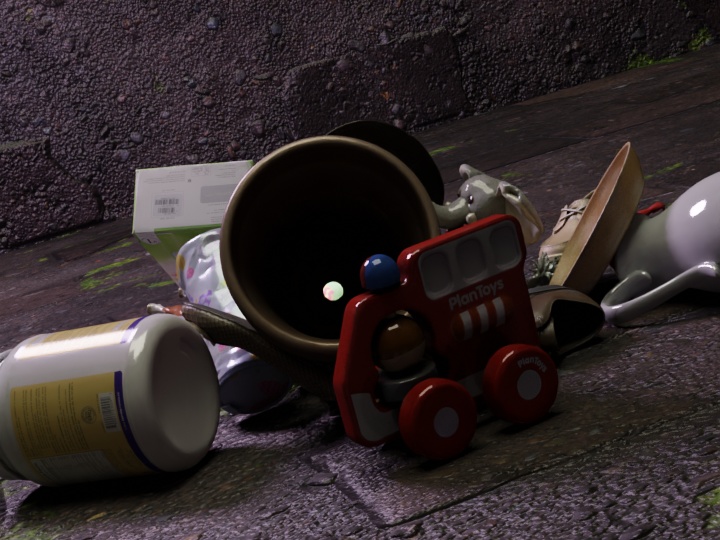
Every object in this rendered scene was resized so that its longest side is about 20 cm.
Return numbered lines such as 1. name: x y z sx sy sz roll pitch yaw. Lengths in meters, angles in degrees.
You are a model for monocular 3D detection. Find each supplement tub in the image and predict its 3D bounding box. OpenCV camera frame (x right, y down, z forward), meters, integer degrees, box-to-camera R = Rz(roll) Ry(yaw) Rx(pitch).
1. supplement tub: -0.247 0.124 1.293 0.199 0.146 0.145 -10 12 23

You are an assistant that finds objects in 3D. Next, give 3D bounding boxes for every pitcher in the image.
1. pitcher: 0.337 -0.017 1.360 0.199 0.121 0.172 -18 25 47

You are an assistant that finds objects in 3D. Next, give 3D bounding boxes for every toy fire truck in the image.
1. toy fire truck: 0.063 0.056 1.160 0.199 0.169 0.112 -19 12 -25

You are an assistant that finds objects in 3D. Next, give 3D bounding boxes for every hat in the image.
1. hat: 0.017 -0.068 1.601 0.199 0.202 0.081 -16 28 -8

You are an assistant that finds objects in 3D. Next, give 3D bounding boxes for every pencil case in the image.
1. pencil case: -0.131 0.050 1.422 0.090 0.083 0.201 -27 50 5

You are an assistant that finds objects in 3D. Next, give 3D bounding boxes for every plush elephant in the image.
1. plush elephant: 0.129 -0.036 1.569 0.199 0.156 0.165 -18 11 -17

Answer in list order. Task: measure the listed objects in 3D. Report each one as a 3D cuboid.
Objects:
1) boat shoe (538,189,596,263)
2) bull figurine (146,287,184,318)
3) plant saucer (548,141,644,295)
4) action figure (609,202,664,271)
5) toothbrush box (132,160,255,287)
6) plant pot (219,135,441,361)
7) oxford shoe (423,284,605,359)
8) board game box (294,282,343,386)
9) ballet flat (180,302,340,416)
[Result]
1. boat shoe: 0.270 -0.055 1.722 0.072 0.065 0.200 -7 13 35
2. bull figurine: -0.201 0.060 1.744 0.121 0.066 0.200 4 13 30
3. plant saucer: 0.252 -0.039 1.471 0.035 0.201 0.200 27 16 2
4. action figure: 0.350 -0.040 1.549 0.199 0.066 0.099 -7 20 31
5. toothbrush box: -0.176 -0.051 1.684 0.145 0.087 0.200 -3 -19 9
6. plant pot: -0.028 -0.003 1.296 0.199 0.201 0.175 -16 -14 -6
7. oxford shoe: 0.143 0.058 1.306 0.199 0.073 0.084 -19 14 -22
8. board game box: 0.013 0.058 1.405 0.199 0.048 0.102 -7 53 35
9. ballet flat: -0.083 0.085 1.310 0.199 0.047 0.067 25 3 4
